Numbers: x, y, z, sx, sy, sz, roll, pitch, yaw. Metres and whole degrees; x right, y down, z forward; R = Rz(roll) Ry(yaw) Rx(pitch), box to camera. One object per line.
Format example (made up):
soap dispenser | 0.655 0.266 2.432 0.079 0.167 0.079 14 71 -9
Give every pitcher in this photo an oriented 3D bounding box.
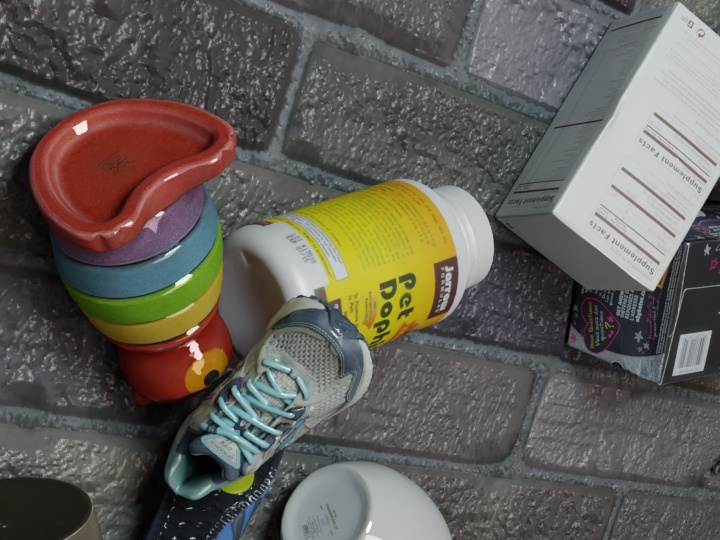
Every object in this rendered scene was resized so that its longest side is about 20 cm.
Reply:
pitcher | 0.031 0.245 1.196 0.121 0.172 0.200 -36 136 7

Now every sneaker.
sneaker | -0.062 0.093 1.007 0.078 0.200 0.086 42 46 -1
sneaker | -0.116 0.184 1.108 0.201 0.065 0.079 -62 178 -30

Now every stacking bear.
stacking bear | -0.131 0.003 0.989 0.121 0.113 0.201 -39 140 -28

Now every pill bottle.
pill bottle | 0.000 0.000 1.112 0.199 0.109 0.111 -20 118 -38

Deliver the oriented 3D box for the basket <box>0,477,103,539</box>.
basket | -0.213 0.245 0.987 0.179 0.135 0.203 -17 113 -40

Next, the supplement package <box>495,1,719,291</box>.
supplement package | 0.218 -0.096 1.264 0.109 0.114 0.201 35 80 -16

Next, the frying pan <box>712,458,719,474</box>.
frying pan | 0.445 0.154 1.665 0.189 0.031 0.117 -4 107 -46

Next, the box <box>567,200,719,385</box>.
box | 0.294 0.016 1.402 0.198 0.114 0.134 -5 110 -42
